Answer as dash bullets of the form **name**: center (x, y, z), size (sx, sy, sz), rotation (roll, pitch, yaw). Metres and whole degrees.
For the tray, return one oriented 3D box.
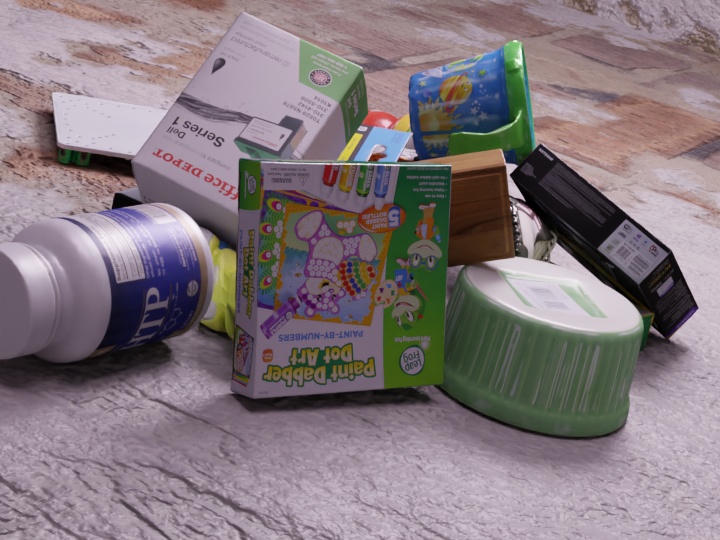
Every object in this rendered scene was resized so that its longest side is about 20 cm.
- **tray**: center (0.038, -0.046, 1.496), size (0.199, 0.099, 0.037), rotation (-9, 31, 0)

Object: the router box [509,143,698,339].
- **router box**: center (0.261, -0.030, 1.731), size (0.200, 0.052, 0.157), rotation (44, -2, 31)

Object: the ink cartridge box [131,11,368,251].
- **ink cartridge box**: center (-0.104, -0.127, 1.555), size (0.146, 0.084, 0.200), rotation (26, 66, 15)

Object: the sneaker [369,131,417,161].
- **sneaker**: center (0.087, -0.145, 1.916), size (0.199, 0.076, 0.092), rotation (-3, 44, 41)

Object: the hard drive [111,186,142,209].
- **hard drive**: center (-0.141, -0.060, 1.667), size (0.139, 0.033, 0.200), rotation (23, 22, 24)

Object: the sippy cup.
- **sippy cup**: center (0.121, -0.173, 1.770), size (0.130, 0.140, 0.178), rotation (-7, -8, 8)

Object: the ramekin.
- **ramekin**: center (0.167, 0.064, 1.512), size (0.199, 0.098, 0.200), rotation (13, 20, -5)

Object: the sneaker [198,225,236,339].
- **sneaker**: center (-0.111, 0.021, 1.503), size (0.105, 0.076, 0.200), rotation (18, 16, -42)

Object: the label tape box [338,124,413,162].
- **label tape box**: center (-0.060, -0.108, 1.664), size (0.199, 0.064, 0.144), rotation (13, 29, 9)

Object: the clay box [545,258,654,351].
- **clay box**: center (0.192, 0.030, 1.698), size (0.200, 0.048, 0.115), rotation (28, 24, 38)

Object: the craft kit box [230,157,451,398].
- **craft kit box**: center (-0.015, 0.005, 1.395), size (0.199, 0.199, 0.048), rotation (-2, 10, -34)

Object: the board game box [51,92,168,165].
- **board game box**: center (-0.262, -0.155, 1.911), size (0.199, 0.026, 0.200), rotation (8, 21, -16)

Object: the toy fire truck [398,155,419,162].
- **toy fire truck**: center (-0.014, -0.102, 1.824), size (0.199, 0.129, 0.176), rotation (13, 17, 30)

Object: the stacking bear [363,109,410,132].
- **stacking bear**: center (0.074, -0.149, 2.021), size (0.199, 0.122, 0.114), rotation (16, 20, 32)

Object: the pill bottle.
- **pill bottle**: center (-0.228, 0.012, 1.348), size (0.119, 0.120, 0.200), rotation (27, 24, 31)

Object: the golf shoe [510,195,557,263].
- **golf shoe**: center (0.168, -0.036, 1.682), size (0.088, 0.078, 0.200), rotation (21, 17, -8)
